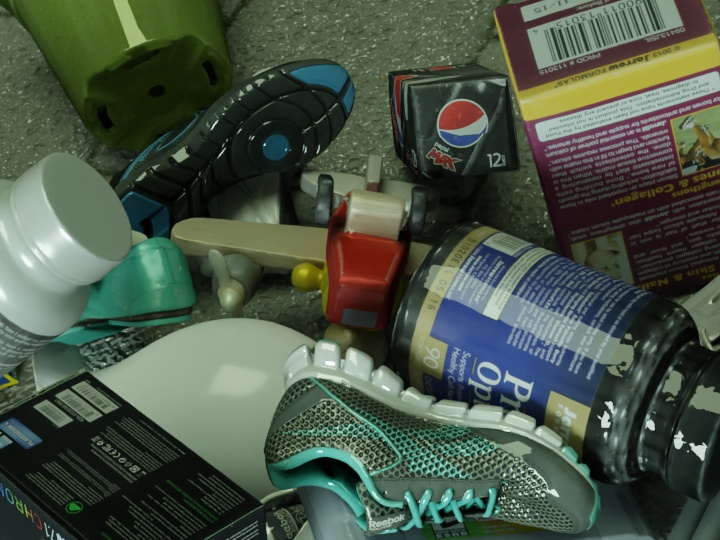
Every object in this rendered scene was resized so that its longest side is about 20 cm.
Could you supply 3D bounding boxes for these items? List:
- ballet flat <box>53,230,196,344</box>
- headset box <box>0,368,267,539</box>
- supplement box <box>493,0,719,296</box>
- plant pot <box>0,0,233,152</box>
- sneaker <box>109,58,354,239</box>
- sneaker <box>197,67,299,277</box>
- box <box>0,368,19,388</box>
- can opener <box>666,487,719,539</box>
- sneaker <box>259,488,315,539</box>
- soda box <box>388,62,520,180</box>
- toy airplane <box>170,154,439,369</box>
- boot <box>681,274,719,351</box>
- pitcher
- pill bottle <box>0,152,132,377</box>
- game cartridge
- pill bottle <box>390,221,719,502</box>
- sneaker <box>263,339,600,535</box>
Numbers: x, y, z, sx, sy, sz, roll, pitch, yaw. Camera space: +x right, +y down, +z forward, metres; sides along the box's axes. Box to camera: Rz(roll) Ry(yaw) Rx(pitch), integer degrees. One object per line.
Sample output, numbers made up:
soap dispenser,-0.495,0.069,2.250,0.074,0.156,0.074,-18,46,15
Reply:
ballet flat,-0.169,0.009,1.390,0.067,0.071,0.199,-6,-3,-31
headset box,-0.134,0.190,1.165,0.092,0.202,0.174,-27,41,-32
supplement box,0.175,-0.083,1.313,0.130,0.201,0.104,-16,42,5
plant pot,-0.182,-0.200,1.601,0.198,0.201,0.191,-23,56,-3
sneaker,-0.098,-0.093,1.432,0.199,0.074,0.082,-31,26,0
sneaker,-0.086,-0.075,1.502,0.079,0.071,0.201,-12,44,13
box,-0.305,-0.009,1.459,0.069,0.064,0.202,-17,73,4
can opener,0.187,0.191,1.148,0.053,0.066,0.201,-30,23,49
sneaker,-0.009,0.158,1.230,0.199,0.081,0.076,-27,40,-13
soda box,0.060,-0.105,1.400,0.070,0.064,0.200,-6,8,-3
toy airplane,0.000,0.000,1.361,0.199,0.143,0.198,16,13,42
boot,0.227,0.031,1.242,0.073,0.096,0.200,41,65,8
pitcher,-0.115,0.119,1.297,0.198,0.121,0.173,-6,69,24
pill bottle,-0.245,0.011,1.317,0.199,0.111,0.111,-34,37,24
game cartridge,0.063,0.129,1.206,0.198,0.041,0.134,-4,37,-20
pill bottle,0.127,0.055,1.182,0.199,0.112,0.112,23,57,25
sneaker,0.034,0.117,1.143,0.198,0.078,0.092,19,54,14
